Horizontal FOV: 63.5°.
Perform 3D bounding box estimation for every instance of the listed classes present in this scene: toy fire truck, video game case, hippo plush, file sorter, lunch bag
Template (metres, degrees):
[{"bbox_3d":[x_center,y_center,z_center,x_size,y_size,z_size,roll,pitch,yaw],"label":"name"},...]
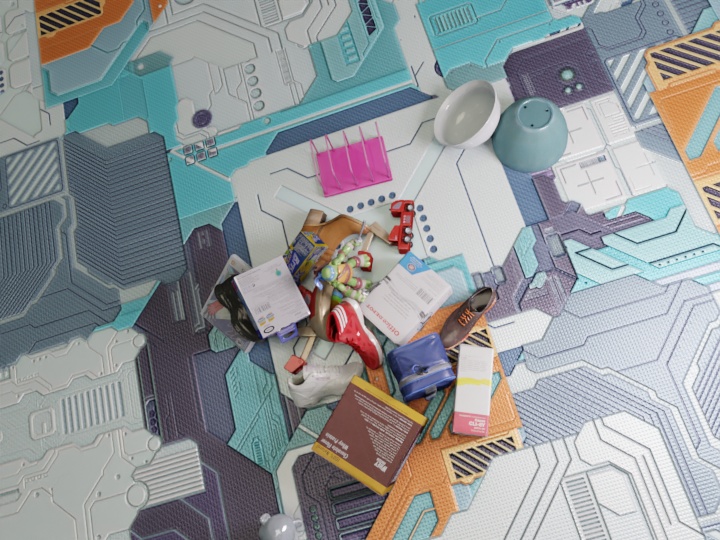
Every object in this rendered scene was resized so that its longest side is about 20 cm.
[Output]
[{"bbox_3d":[0.071,-0.096,1.567,0.141,0.049,0.201,3,74,13],"label":"toy fire truck"},{"bbox_3d":[-0.322,0.089,1.559,0.182,0.023,0.200,37,107,18],"label":"video game case"},{"bbox_3d":[-0.216,0.647,1.341,0.159,0.200,0.161,4,66,-11],"label":"hippo plush"},{"bbox_3d":[-0.162,0.155,1.529,0.141,0.049,0.200,35,81,16],"label":"toy fire truck"},{"bbox_3d":[-0.028,-0.310,1.606,0.199,0.125,0.139,-14,73,6],"label":"file sorter"},{"bbox_3d":[0.147,0.241,1.376,0.136,0.200,0.133,-22,73,-2],"label":"lunch bag"}]

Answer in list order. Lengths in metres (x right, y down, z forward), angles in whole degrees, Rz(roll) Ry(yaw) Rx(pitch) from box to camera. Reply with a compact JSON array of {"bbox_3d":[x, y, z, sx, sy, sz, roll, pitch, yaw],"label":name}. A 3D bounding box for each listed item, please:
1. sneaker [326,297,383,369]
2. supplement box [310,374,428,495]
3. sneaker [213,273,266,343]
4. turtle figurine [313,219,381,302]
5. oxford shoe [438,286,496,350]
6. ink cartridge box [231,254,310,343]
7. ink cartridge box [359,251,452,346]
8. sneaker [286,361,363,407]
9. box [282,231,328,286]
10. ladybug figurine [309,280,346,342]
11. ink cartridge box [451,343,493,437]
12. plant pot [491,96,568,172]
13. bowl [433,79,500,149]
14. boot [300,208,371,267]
[{"bbox_3d":[-0.026,0.178,1.442,0.078,0.115,0.200,-22,99,44],"label":"sneaker"},{"bbox_3d":[0.027,0.390,1.390,0.197,0.133,0.200,28,80,16],"label":"supplement box"},{"bbox_3d":[-0.296,0.097,1.500,0.091,0.076,0.200,-39,80,14],"label":"sneaker"},{"bbox_3d":[0.000,0.000,1.427,0.200,0.194,0.144,-39,78,13],"label":"turtle figurine"},{"bbox_3d":[0.262,0.114,1.458,0.071,0.073,0.200,39,84,17],"label":"oxford shoe"},{"bbox_3d":[-0.217,0.082,1.453,0.136,0.076,0.200,-26,88,-17],"label":"ink cartridge box"},{"bbox_3d":[0.115,0.076,1.489,0.146,0.086,0.200,42,87,18],"label":"ink cartridge box"},{"bbox_3d":[-0.090,0.271,1.459,0.200,0.075,0.100,-24,116,2],"label":"sneaker"},{"bbox_3d":[-0.177,-0.008,1.539,0.064,0.070,0.200,45,110,19],"label":"box"},{"bbox_3d":[-0.082,0.091,1.502,0.072,0.136,0.200,-11,51,29],"label":"ladybug figurine"},{"bbox_3d":[0.264,0.285,1.370,0.083,0.145,0.201,4,75,11],"label":"ink cartridge box"},{"bbox_3d":[0.452,-0.377,1.533,0.200,0.135,0.201,-3,74,9],"label":"plant pot"},{"bbox_3d":[0.303,-0.403,1.571,0.201,0.090,0.202,-26,51,36],"label":"bowl"},{"bbox_3d":[-0.074,-0.074,1.575,0.200,0.074,0.155,12,83,26],"label":"boot"}]
